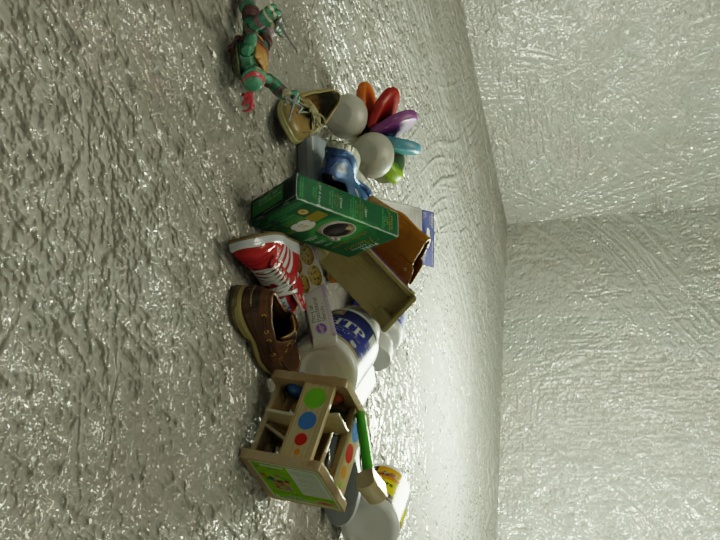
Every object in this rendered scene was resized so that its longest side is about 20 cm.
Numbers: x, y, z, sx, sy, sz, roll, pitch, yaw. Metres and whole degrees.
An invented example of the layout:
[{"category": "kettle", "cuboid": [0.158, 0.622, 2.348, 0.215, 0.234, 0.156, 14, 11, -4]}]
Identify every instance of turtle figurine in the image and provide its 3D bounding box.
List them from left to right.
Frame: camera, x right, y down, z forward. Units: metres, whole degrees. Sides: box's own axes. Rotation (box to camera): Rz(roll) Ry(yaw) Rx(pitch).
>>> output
[{"category": "turtle figurine", "cuboid": [-0.139, -0.310, 1.177, 0.151, 0.098, 0.203, 87, -5, -52]}]

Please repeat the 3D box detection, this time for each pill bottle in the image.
[{"category": "pill bottle", "cuboid": [-0.034, 0.131, 1.376, 0.200, 0.117, 0.123, -46, 129, -68]}, {"category": "pill bottle", "cuboid": [0.033, 0.091, 1.619, 0.203, 0.109, 0.113, -77, 156, -44]}, {"category": "pill bottle", "cuboid": [0.033, 0.429, 1.528, 0.200, 0.106, 0.112, -36, 120, -77]}]

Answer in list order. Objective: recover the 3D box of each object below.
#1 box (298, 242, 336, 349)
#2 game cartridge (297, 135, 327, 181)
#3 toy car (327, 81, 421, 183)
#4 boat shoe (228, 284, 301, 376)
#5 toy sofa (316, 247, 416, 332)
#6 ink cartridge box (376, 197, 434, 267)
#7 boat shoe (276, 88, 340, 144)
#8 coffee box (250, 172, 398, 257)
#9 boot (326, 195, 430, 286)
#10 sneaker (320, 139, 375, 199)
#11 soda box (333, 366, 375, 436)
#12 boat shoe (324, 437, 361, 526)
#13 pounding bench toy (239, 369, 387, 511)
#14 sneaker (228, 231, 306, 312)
[{"category": "box", "cuboid": [-0.077, 0.020, 1.288, 0.039, 0.040, 0.204, 97, -19, -62]}, {"category": "game cartridge", "cuboid": [-0.061, -0.159, 1.498, 0.200, 0.039, 0.137, 8, 82, -72]}, {"category": "toy car", "cuboid": [0.039, -0.269, 1.592, 0.202, 0.149, 0.175, 56, 12, 9]}, {"category": "boat shoe", "cuboid": [-0.121, 0.092, 1.189, 0.202, 0.066, 0.073, 65, 27, -49]}, {"category": "toy sofa", "cuboid": [0.000, 0.000, 1.402, 0.200, 0.083, 0.098, 45, 6, -10]}, {"category": "ink cartridge box", "cuboid": [0.059, -0.074, 1.633, 0.196, 0.042, 0.122, 9, 73, -30]}, {"category": "boat shoe", "cuboid": [-0.085, -0.266, 1.376, 0.074, 0.062, 0.201, 62, 22, -18]}, {"category": "coffee box", "cuboid": [-0.052, -0.077, 1.235, 0.197, 0.122, 0.045, 17, 63, -37]}, {"category": "boot", "cuboid": [0.031, -0.015, 1.459, 0.070, 0.144, 0.203, -27, 153, -53]}, {"category": "sneaker", "cuboid": [-0.032, -0.135, 1.438, 0.091, 0.077, 0.201, -66, 154, -21]}, {"category": "soda box", "cuboid": [-0.032, 0.210, 1.443, 0.200, 0.069, 0.065, -49, 135, -66]}, {"category": "boat shoe", "cuboid": [-0.027, 0.344, 1.453, 0.066, 0.068, 0.204, 50, 32, -59]}, {"category": "pounding bench toy", "cuboid": [-0.038, 0.235, 1.170, 0.125, 0.196, 0.158, 66, 36, -46]}, {"category": "sneaker", "cuboid": [-0.127, 0.010, 1.183, 0.200, 0.069, 0.116, 12, 71, -74]}]
